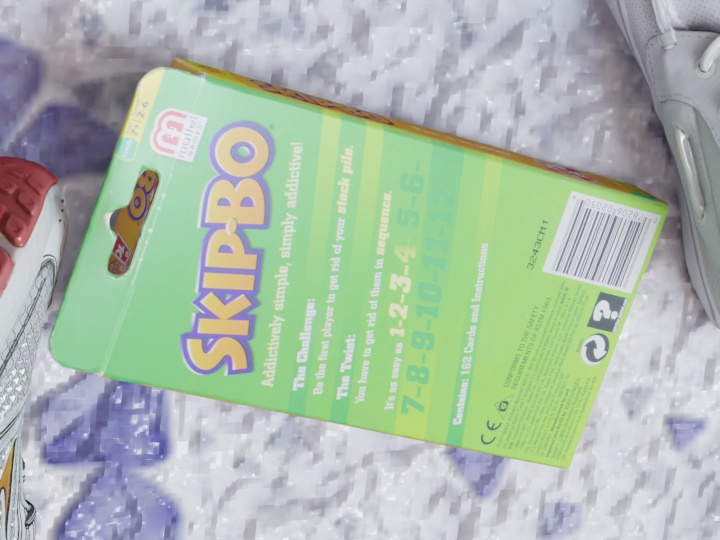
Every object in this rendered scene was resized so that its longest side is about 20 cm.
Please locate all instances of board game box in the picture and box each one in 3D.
[{"bbox_3d":[0.000,0.000,0.817,0.200,0.030,0.096,13,102,-36],"label":"board game box"}]

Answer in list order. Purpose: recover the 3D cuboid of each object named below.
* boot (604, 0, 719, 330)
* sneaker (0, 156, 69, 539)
[{"bbox_3d":[0.133,-0.055,0.826,0.073,0.096,0.200,-25,114,-11],"label":"boot"},{"bbox_3d":[-0.135,0.060,0.787,0.082,0.078,0.200,17,97,-52],"label":"sneaker"}]
